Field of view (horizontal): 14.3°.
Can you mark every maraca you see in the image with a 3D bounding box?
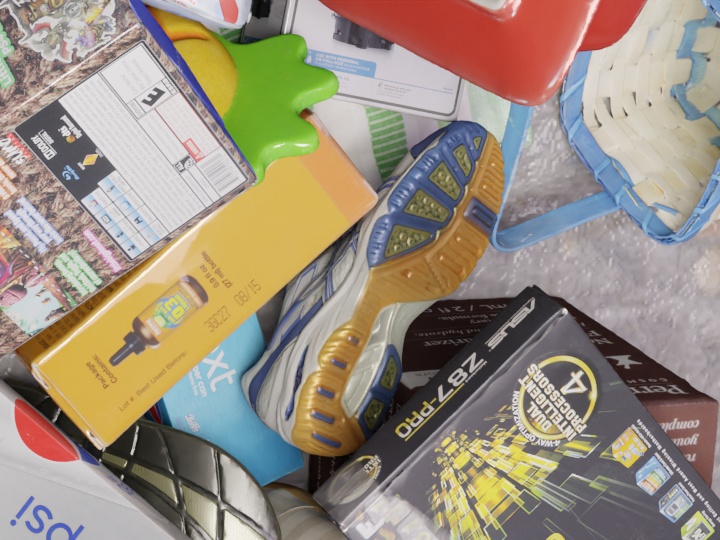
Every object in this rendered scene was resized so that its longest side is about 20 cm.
[{"bbox_3d":[-0.112,-0.086,1.481,0.199,0.138,0.107,4,137,14],"label":"maraca"}]

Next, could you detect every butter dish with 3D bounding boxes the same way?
[{"bbox_3d":[0.097,-0.192,1.431,0.147,0.199,0.201,9,106,-47],"label":"butter dish"}]

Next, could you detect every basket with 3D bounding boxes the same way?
[{"bbox_3d":[0.161,-0.103,1.601,0.199,0.139,0.177,-15,140,-27],"label":"basket"}]

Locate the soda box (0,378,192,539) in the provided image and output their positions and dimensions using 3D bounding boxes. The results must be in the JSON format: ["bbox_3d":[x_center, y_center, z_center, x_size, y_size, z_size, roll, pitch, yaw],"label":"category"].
[{"bbox_3d":[-0.178,0.112,1.518,0.200,0.063,0.068,39,89,14],"label":"soda box"}]

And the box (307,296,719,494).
[{"bbox_3d":[0.079,0.123,1.622,0.165,0.200,0.165,-3,107,-23],"label":"box"}]

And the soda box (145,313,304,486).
[{"bbox_3d":[-0.097,0.027,1.591,0.068,0.064,0.201,-24,115,-15],"label":"soda box"}]

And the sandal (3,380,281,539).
[{"bbox_3d":[-0.130,0.114,1.571,0.200,0.057,0.080,26,87,14],"label":"sandal"}]

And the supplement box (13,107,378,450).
[{"bbox_3d":[-0.090,-0.001,1.513,0.200,0.069,0.067,-43,117,-8],"label":"supplement box"}]

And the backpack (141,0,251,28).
[{"bbox_3d":[-0.098,-0.211,1.441,0.199,0.191,0.155,27,103,-9],"label":"backpack"}]

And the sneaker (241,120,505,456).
[{"bbox_3d":[0.000,0.000,1.556,0.075,0.088,0.201,40,79,-36],"label":"sneaker"}]

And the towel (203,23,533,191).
[{"bbox_3d":[-0.005,-0.107,1.611,0.199,0.023,0.153,-20,113,-16],"label":"towel"}]

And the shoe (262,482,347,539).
[{"bbox_3d":[-0.039,0.160,1.583,0.053,0.200,0.070,-12,101,-33],"label":"shoe"}]

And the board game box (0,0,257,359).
[{"bbox_3d":[-0.174,-0.053,1.338,0.199,0.097,0.160,-34,149,1],"label":"board game box"}]

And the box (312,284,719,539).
[{"bbox_3d":[0.094,0.132,1.490,0.161,0.049,0.200,-42,118,-4],"label":"box"}]

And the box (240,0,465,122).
[{"bbox_3d":[0.011,-0.190,1.554,0.116,0.060,0.201,11,94,-24],"label":"box"}]
